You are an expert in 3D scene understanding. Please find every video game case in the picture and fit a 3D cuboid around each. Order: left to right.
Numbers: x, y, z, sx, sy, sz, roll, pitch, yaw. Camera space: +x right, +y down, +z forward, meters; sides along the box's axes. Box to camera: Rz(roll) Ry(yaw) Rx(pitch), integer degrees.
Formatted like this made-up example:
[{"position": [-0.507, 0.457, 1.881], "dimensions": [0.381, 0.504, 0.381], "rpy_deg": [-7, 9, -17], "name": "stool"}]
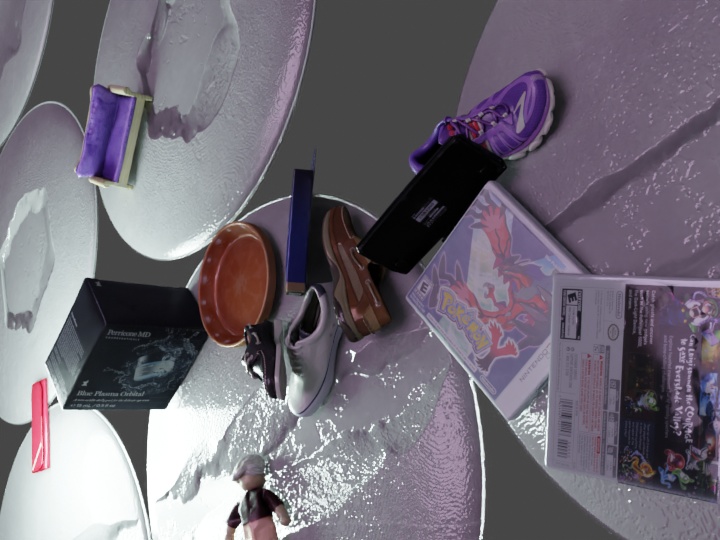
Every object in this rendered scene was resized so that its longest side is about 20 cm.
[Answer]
[{"position": [0.157, 0.032, 0.935], "dimensions": [0.200, 0.023, 0.182], "rpy_deg": [51, 121, 31], "name": "video game case"}, {"position": [0.264, 0.105, 0.805], "dimensions": [0.182, 0.023, 0.201], "rpy_deg": [2, 89, 43], "name": "video game case"}]

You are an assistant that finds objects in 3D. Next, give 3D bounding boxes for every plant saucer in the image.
[{"position": [-0.194, 0.022, 1.341], "dimensions": [0.200, 0.032, 0.201], "rpy_deg": [-10, 76, 46], "name": "plant saucer"}]

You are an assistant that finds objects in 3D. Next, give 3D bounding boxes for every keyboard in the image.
[{"position": [0.088, -0.074, 0.999], "dimensions": [0.200, 0.104, 0.040], "rpy_deg": [-47, 25, 32], "name": "keyboard"}]

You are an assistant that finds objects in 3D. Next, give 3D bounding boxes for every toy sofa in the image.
[{"position": [-0.490, -0.265, 1.666], "dimensions": [0.083, 0.097, 0.200], "rpy_deg": [20, 99, 48], "name": "toy sofa"}]

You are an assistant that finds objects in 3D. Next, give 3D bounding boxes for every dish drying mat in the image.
[{"position": [-0.721, 0.348, 1.889], "dimensions": [0.077, 0.018, 0.200], "rpy_deg": [-26, 65, 44], "name": "dish drying mat"}]

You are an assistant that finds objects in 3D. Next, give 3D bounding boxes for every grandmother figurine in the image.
[{"position": [-0.150, 0.367, 1.224], "dimensions": [0.121, 0.061, 0.200], "rpy_deg": [-21, 63, 15], "name": "grandmother figurine"}]

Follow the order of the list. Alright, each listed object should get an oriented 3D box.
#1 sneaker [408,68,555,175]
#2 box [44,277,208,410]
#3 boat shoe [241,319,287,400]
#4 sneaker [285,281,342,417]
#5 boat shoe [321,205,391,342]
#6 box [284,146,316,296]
[{"position": [0.136, -0.156, 0.961], "dimensions": [0.200, 0.083, 0.081], "rpy_deg": [-37, 58, 38], "name": "sneaker"}, {"position": [-0.394, 0.129, 1.422], "dimensions": [0.200, 0.196, 0.117], "rpy_deg": [-58, 48, 25], "name": "box"}, {"position": [-0.135, 0.122, 1.171], "dimensions": [0.200, 0.060, 0.074], "rpy_deg": [-108, 16, -66], "name": "boat shoe"}, {"position": [-0.074, 0.107, 1.163], "dimensions": [0.073, 0.071, 0.200], "rpy_deg": [24, 102, 47], "name": "sneaker"}, {"position": [0.000, 0.000, 1.108], "dimensions": [0.074, 0.076, 0.200], "rpy_deg": [-19, 57, 11], "name": "boat shoe"}, {"position": [-0.086, -0.067, 1.187], "dimensions": [0.121, 0.032, 0.201], "rpy_deg": [143, 132, -83], "name": "box"}]
